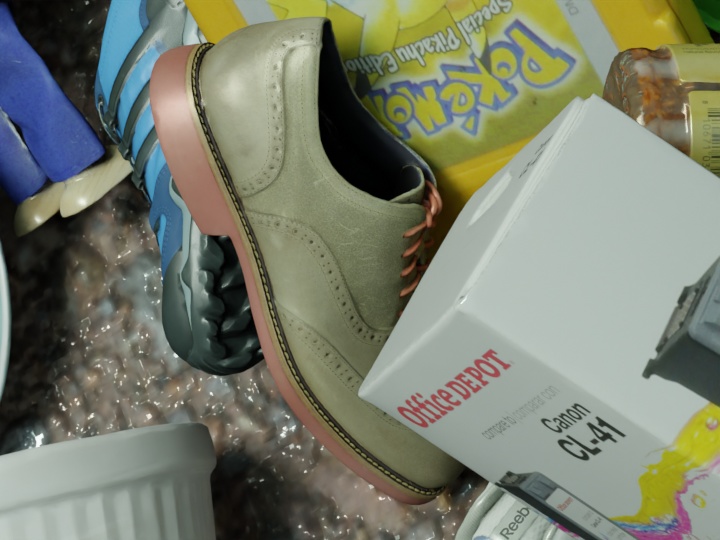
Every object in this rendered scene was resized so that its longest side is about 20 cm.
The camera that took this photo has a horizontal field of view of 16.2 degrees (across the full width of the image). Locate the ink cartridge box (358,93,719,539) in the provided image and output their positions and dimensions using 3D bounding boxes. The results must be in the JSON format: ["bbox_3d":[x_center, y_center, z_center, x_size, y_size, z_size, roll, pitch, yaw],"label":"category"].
[{"bbox_3d":[0.114,0.048,0.797,0.200,0.148,0.086,32,72,-3],"label":"ink cartridge box"}]

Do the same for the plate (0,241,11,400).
[{"bbox_3d":[-0.215,0.005,1.081,0.200,0.026,0.200,8,103,36],"label":"plate"}]

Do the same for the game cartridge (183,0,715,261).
[{"bbox_3d":[0.031,-0.081,0.902,0.176,0.032,0.200,-19,108,35],"label":"game cartridge"}]

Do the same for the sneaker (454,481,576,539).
[{"bbox_3d":[0.083,0.080,0.895,0.074,0.087,0.200,28,91,32],"label":"sneaker"}]

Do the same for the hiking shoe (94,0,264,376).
[{"bbox_3d":[-0.062,-0.052,0.992,0.087,0.074,0.200,-15,66,40],"label":"hiking shoe"}]

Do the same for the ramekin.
[{"bbox_3d":[-0.143,0.124,0.951,0.202,0.202,0.094,-16,85,25],"label":"ramekin"}]

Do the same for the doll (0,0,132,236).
[{"bbox_3d":[-0.176,-0.108,1.030,0.136,0.048,0.200,-16,112,51],"label":"doll"}]

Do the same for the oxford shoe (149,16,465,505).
[{"bbox_3d":[0.000,0.000,0.911,0.075,0.200,0.070,-18,28,24],"label":"oxford shoe"}]

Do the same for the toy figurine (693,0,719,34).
[{"bbox_3d":[0.153,-0.211,0.880,0.184,0.200,0.150,-43,28,-10],"label":"toy figurine"}]

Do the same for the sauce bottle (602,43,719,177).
[{"bbox_3d":[0.180,-0.042,0.836,0.200,0.066,0.066,1,77,-6],"label":"sauce bottle"}]
